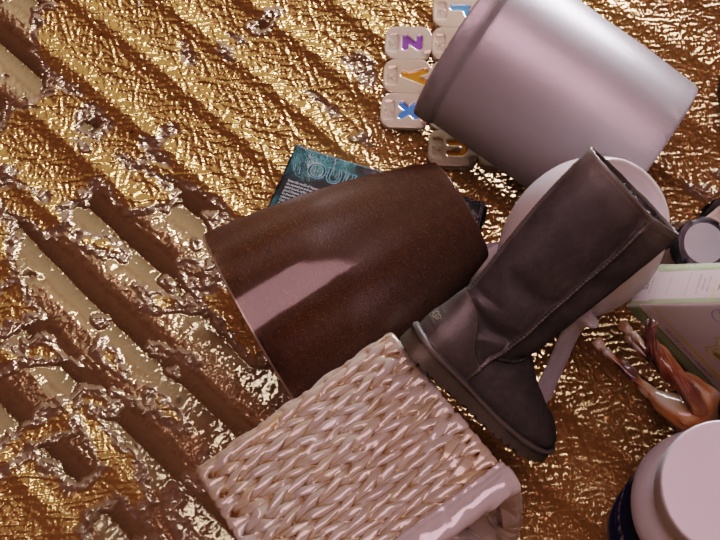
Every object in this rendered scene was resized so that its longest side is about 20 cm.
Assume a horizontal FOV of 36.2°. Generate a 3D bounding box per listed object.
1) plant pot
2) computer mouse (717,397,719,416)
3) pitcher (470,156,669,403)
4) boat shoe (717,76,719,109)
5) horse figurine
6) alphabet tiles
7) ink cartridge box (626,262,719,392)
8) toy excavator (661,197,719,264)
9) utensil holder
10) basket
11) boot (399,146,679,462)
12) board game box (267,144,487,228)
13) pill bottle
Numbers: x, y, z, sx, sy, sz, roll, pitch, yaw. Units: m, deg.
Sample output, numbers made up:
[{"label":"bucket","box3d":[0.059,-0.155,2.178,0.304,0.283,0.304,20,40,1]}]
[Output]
[{"label":"plant pot","box3d":[0.000,0.000,0.925,0.199,0.187,0.188,-31,68,-3]},{"label":"computer mouse","box3d":[0.315,0.111,0.874,0.034,0.200,0.059,25,86,31]},{"label":"pitcher","box3d":[0.168,0.013,0.910,0.120,0.200,0.173,5,64,-22]},{"label":"boat shoe","box3d":[0.403,-0.124,1.037,0.073,0.064,0.201,-40,46,28]},{"label":"horse figurine","box3d":[0.255,0.096,0.890,0.132,0.200,0.050,43,94,23]},{"label":"alphabet tiles","box3d":[0.118,-0.191,1.110,0.193,0.015,0.202,1,67,5]},{"label":"ink cartridge box","box3d":[0.333,0.048,0.870,0.199,0.145,0.048,-2,54,52]},{"label":"toy excavator","box3d":[0.385,0.008,0.973,0.194,0.100,0.201,-37,82,-10]},{"label":"utensil holder","box3d":[0.175,-0.155,0.994,0.199,0.170,0.171,36,73,3]},{"label":"basket","box3d":[0.002,0.190,0.856,0.199,0.199,0.161,-35,64,-10]},{"label":"boot","box3d":[0.149,0.031,0.812,0.200,0.182,0.073,-45,33,7]},{"label":"board game box","box3d":[0.006,-0.031,1.040,0.198,0.028,0.136,19,69,12]},{"label":"pill bottle","box3d":[0.256,0.187,0.835,0.114,0.200,0.117,-1,66,3]}]
